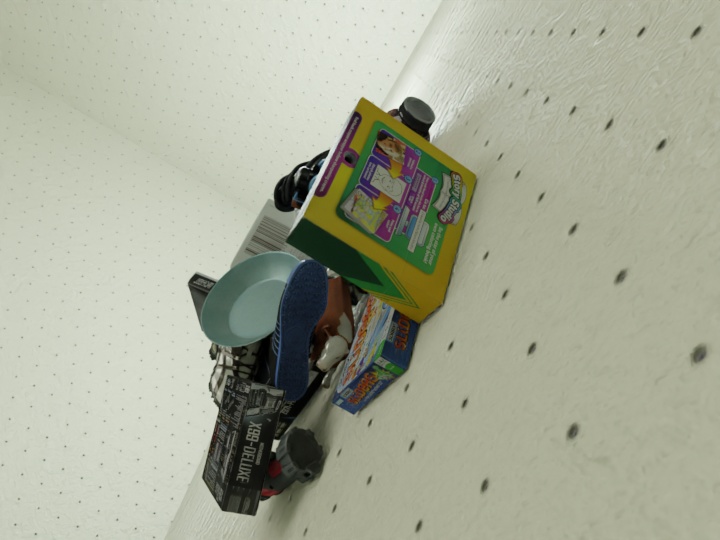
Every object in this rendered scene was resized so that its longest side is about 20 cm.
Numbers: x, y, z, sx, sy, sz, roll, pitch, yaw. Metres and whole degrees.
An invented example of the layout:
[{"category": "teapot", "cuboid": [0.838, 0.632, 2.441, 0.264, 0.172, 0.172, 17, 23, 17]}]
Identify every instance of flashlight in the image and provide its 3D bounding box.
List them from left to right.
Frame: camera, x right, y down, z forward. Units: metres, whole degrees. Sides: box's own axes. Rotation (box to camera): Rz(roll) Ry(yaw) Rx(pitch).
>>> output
[{"category": "flashlight", "cuboid": [-0.109, 0.261, 0.853, 0.201, 0.066, 0.069, 126, 158, -53]}]

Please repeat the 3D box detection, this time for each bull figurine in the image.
[{"category": "bull figurine", "cuboid": [-0.046, 0.098, 0.959, 0.123, 0.064, 0.202, -59, 17, 33]}]

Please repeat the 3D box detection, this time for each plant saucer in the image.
[{"category": "plant saucer", "cuboid": [-0.173, 0.055, 1.055, 0.196, 0.039, 0.204, -15, 43, 14]}]

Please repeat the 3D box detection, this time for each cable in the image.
[{"category": "cable", "cuboid": [-0.063, -0.168, 1.029, 0.199, 0.051, 0.162, -35, -6, 37]}]

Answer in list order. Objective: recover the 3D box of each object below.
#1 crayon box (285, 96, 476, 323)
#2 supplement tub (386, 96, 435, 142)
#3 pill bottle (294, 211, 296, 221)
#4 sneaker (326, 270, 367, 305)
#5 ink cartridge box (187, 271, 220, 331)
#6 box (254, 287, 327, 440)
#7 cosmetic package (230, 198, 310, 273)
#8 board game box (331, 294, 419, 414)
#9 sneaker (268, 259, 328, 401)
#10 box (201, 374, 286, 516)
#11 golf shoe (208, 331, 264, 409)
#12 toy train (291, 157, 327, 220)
[{"category": "crayon box", "cuboid": [0.032, -0.072, 0.703, 0.058, 0.170, 0.203, -43, 19, 51]}, {"category": "supplement tub", "cuboid": [0.066, -0.236, 1.218, 0.201, 0.105, 0.108, -55, 11, 42]}, {"category": "pill bottle", "cuboid": [-0.045, -0.078, 1.080, 0.110, 0.107, 0.200, -61, -7, 1]}, {"category": "sneaker", "cuboid": [0.000, 0.000, 1.061, 0.087, 0.078, 0.199, -49, 10, -19]}, {"category": "ink cartridge box", "cuboid": [-0.238, 0.112, 1.246, 0.203, 0.194, 0.047, 89, -154, -44]}, {"category": "box", "cuboid": [-0.140, 0.165, 1.099, 0.201, 0.085, 0.166, -54, 31, 31]}, {"category": "cosmetic package", "cuboid": [-0.156, 0.002, 1.254, 0.167, 0.162, 0.201, -64, 1, -26]}, {"category": "board game box", "cuboid": [0.034, 0.056, 0.756, 0.136, 0.034, 0.202, -52, 13, 48]}, {"category": "sneaker", "cuboid": [-0.096, 0.080, 0.905, 0.078, 0.069, 0.205, -157, 79, -68]}, {"category": "box", "cuboid": [-0.169, 0.235, 0.881, 0.199, 0.049, 0.162, 163, 121, -68]}, {"category": "golf shoe", "cuboid": [-0.204, 0.156, 1.047, 0.095, 0.077, 0.202, -46, 43, 22]}, {"category": "toy train", "cuboid": [-0.007, -0.077, 0.896, 0.087, 0.196, 0.116, -77, 8, -59]}]
